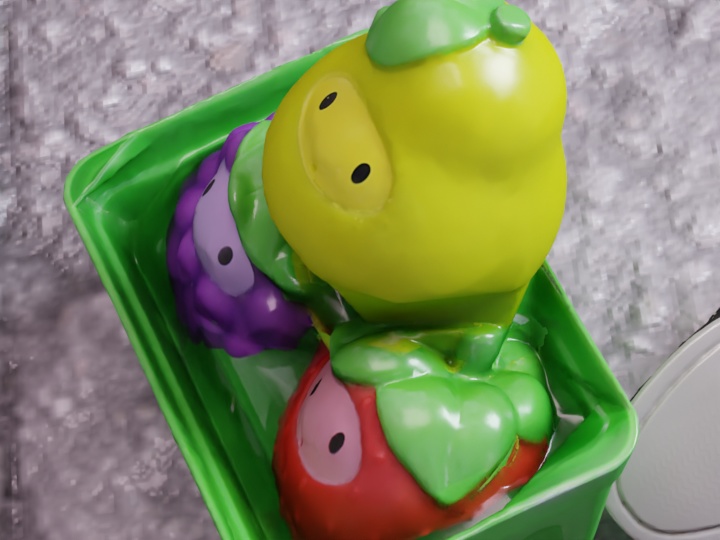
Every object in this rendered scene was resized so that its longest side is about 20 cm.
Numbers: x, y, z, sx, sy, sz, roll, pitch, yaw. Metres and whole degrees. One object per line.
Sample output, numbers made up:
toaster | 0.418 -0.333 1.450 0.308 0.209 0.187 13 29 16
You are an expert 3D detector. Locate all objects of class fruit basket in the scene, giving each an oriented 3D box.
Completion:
fruit basket | 0.000 0.000 0.959 0.155 0.216 0.216 -25 55 -6

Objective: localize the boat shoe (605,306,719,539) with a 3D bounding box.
boat shoe | 0.158 0.015 1.001 0.200 0.074 0.060 -43 16 1
